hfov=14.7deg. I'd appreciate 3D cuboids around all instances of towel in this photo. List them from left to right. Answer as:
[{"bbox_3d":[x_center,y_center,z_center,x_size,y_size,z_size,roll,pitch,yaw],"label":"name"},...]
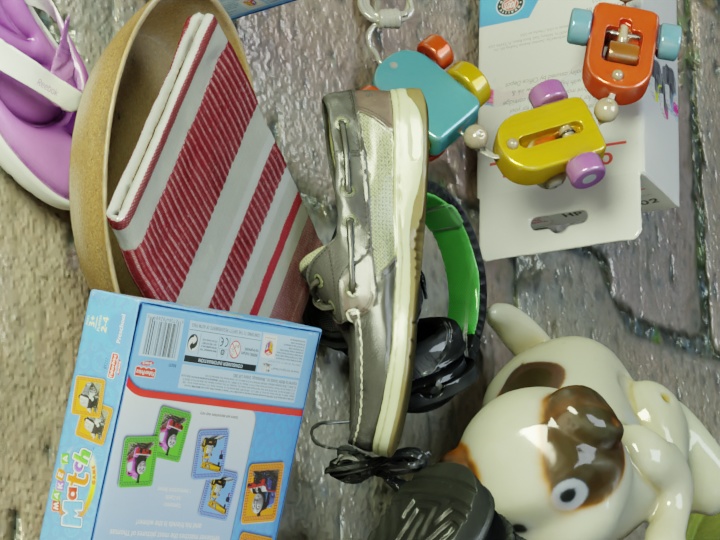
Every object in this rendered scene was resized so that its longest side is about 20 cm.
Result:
[{"bbox_3d":[-0.074,-0.016,1.429,0.200,0.023,0.144,67,34,-47],"label":"towel"}]

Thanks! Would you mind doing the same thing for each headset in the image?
[{"bbox_3d":[0.028,0.037,1.584,0.124,0.094,0.200,51,48,-35],"label":"headset"}]

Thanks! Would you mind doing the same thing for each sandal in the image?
[{"bbox_3d":[-0.169,-0.117,1.369,0.203,0.050,0.082,62,36,-24],"label":"sandal"}]

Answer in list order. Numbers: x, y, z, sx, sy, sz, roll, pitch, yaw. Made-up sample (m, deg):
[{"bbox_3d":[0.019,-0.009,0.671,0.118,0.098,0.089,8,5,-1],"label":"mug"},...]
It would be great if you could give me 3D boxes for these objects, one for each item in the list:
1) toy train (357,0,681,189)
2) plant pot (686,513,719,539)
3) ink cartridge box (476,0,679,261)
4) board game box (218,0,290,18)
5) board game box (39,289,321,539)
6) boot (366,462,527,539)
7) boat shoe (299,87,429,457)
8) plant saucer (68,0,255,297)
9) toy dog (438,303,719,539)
[{"bbox_3d":[0.092,-0.112,1.696,0.056,0.200,0.150,99,-3,-59],"label":"toy train"},{"bbox_3d":[0.340,0.238,1.920,0.200,0.184,0.201,24,60,-51],"label":"plant pot"},{"bbox_3d":[0.139,-0.096,1.778,0.068,0.115,0.200,35,52,-56],"label":"ink cartridge box"},{"bbox_3d":[-0.081,-0.197,1.425,0.200,0.151,0.037,32,53,-49],"label":"board game box"},{"bbox_3d":[-0.094,0.117,1.365,0.151,0.037,0.200,12,90,-56],"label":"board game box"},{"bbox_3d":[0.044,0.226,1.504,0.211,0.079,0.158,-52,127,-16],"label":"boot"},{"bbox_3d":[0.000,-0.001,1.499,0.072,0.066,0.201,94,0,-81],"label":"boat shoe"},{"bbox_3d":[-0.103,-0.046,1.426,0.200,0.035,0.201,2,90,-70],"label":"plant saucer"},{"bbox_3d":[0.124,0.108,1.633,0.200,0.139,0.194,-19,90,-73],"label":"toy dog"}]
